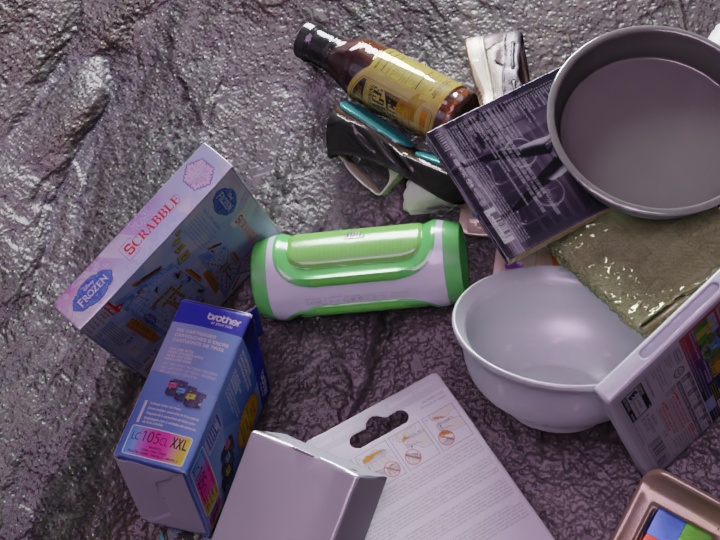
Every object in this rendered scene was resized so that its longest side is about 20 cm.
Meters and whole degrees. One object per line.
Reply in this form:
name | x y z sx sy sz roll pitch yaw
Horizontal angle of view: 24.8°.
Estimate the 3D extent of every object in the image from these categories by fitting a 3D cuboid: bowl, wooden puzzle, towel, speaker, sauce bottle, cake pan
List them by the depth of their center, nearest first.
wooden puzzle | 0.289 0.298 1.419 0.185 0.046 0.200 28 81 9
bowl | 0.179 0.083 1.474 0.200 0.091 0.201 1 31 -1
cake pan | 0.267 -0.130 1.482 0.199 0.037 0.201 0 63 0
towel | 0.259 -0.024 1.483 0.148 0.037 0.200 -33 46 -10
speaker | 0.000 0.000 1.559 0.199 0.088 0.089 -5 72 9
sauce bottle | 0.022 -0.188 1.624 0.200 0.066 0.066 29 81 26

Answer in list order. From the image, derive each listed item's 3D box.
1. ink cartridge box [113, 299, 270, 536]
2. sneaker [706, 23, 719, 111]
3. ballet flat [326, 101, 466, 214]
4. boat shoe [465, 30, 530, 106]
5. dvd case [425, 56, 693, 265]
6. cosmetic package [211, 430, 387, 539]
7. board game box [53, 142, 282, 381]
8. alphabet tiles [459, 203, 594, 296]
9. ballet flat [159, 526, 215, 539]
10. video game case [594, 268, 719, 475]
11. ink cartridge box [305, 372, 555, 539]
ink cartridge box | -0.145 0.122 1.508 0.076 0.137 0.200 12 59 13
sneaker | 0.395 -0.159 1.536 0.200 0.074 0.116 34 85 20
ballet flat | 0.048 -0.097 1.593 0.200 0.068 0.069 30 107 29
boat shoe | 0.153 -0.149 1.564 0.065 0.072 0.201 -22 58 12
dvd case | 0.181 -0.109 1.504 0.200 0.016 0.149 -27 68 -12
cosmetic package | -0.068 0.250 1.418 0.113 0.081 0.201 22 88 23
board game box | -0.173 -0.002 1.534 0.041 0.200 0.200 41 84 20
alphabet tiles | 0.198 -0.072 1.579 0.199 0.015 0.196 5 75 13
ballet flat | -0.141 0.328 1.498 0.074 0.074 0.201 -11 73 8
video game case | 0.291 0.083 1.416 0.182 0.200 0.023 -43 57 -4
ink cartridge box | 0.055 0.214 1.482 0.162 0.050 0.200 -27 64 -18
